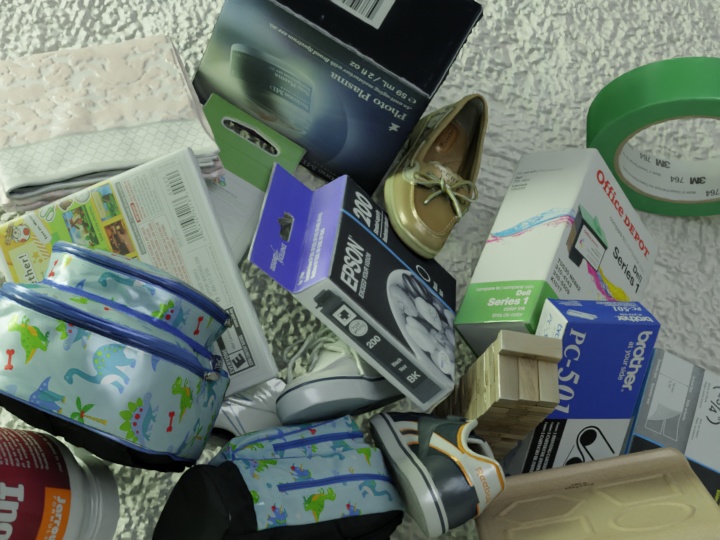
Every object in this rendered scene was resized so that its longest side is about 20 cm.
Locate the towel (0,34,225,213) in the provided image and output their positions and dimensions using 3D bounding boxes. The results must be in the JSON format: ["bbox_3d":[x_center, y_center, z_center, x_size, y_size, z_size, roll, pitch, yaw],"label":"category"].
[{"bbox_3d":[-0.234,-0.132,1.616,0.198,0.032,0.192,-11,44,-19],"label":"towel"}]

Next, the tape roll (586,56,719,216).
[{"bbox_3d":[0.310,-0.122,1.749,0.198,0.201,0.049,13,60,-12],"label":"tape roll"}]

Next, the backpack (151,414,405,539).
[{"bbox_3d":[-0.059,0.193,1.486,0.198,0.164,0.155,3,49,-27],"label":"backpack"}]

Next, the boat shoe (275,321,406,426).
[{"bbox_3d":[-0.019,0.075,1.555,0.201,0.074,0.087,-6,71,-61],"label":"boat shoe"}]

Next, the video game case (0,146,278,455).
[{"bbox_3d":[-0.185,0.026,1.526,0.180,0.023,0.202,-22,87,4],"label":"video game case"}]

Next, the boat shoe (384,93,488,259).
[{"bbox_3d":[0.072,-0.091,1.697,0.073,0.063,0.201,38,38,-20],"label":"boat shoe"}]

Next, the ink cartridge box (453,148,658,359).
[{"bbox_3d":[0.177,0.013,1.662,0.145,0.083,0.201,52,49,-36],"label":"ink cartridge box"}]

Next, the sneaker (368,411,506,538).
[{"bbox_3d":[0.063,0.157,1.514,0.079,0.200,0.079,-22,107,-7],"label":"sneaker"}]

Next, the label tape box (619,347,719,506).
[{"bbox_3d":[0.324,0.177,1.678,0.198,0.063,0.145,25,59,-5],"label":"label tape box"}]

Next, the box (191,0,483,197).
[{"bbox_3d":[-0.026,-0.192,1.668,0.199,0.199,0.124,31,60,-1],"label":"box"}]

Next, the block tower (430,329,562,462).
[{"bbox_3d":[0.106,0.117,1.552,0.053,0.200,0.058,8,61,-14],"label":"block tower"}]

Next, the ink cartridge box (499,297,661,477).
[{"bbox_3d":[0.177,0.122,1.579,0.093,0.202,0.044,2,26,-25],"label":"ink cartridge box"}]

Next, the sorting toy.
[{"bbox_3d":[0.183,0.199,1.459,0.183,0.200,0.037,-11,103,1],"label":"sorting toy"}]

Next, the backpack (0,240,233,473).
[{"bbox_3d":[-0.193,0.062,1.414,0.181,0.200,0.148,20,87,6],"label":"backpack"}]

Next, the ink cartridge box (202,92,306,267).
[{"bbox_3d":[-0.133,-0.056,1.632,0.103,0.059,0.201,30,44,-2],"label":"ink cartridge box"}]

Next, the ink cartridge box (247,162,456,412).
[{"bbox_3d":[0.000,0.000,1.582,0.200,0.043,0.199,41,23,-16],"label":"ink cartridge box"}]

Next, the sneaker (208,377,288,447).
[{"bbox_3d":[-0.141,0.090,1.559,0.199,0.075,0.087,37,63,3],"label":"sneaker"}]

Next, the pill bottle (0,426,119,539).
[{"bbox_3d":[-0.281,0.172,1.404,0.199,0.113,0.114,13,55,-48],"label":"pill bottle"}]
